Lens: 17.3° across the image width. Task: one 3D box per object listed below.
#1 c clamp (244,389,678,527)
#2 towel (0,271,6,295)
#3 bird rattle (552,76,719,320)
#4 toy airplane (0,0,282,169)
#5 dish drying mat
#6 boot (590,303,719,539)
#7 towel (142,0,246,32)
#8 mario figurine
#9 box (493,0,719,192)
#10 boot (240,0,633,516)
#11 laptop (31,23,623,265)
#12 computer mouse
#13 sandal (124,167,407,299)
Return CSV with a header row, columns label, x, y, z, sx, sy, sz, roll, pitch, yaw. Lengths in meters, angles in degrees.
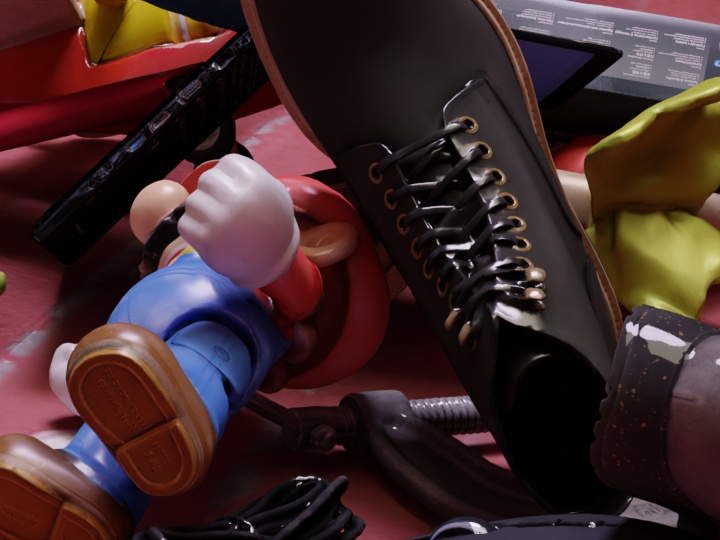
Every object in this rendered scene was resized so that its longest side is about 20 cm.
label,x,y,z,sx,sy,sz,roll,pitch,yaw
c clamp,0.068,0.055,0.824,0.199,0.027,0.171,0,16,-26
towel,-0.244,0.007,0.864,0.143,0.023,0.200,16,17,33
bird rattle,0.094,-0.027,1.086,0.199,0.113,0.163,2,-3,34
toy airplane,-0.140,-0.115,1.125,0.198,0.142,0.200,17,-17,-36
dish drying mat,-0.156,-0.061,1.028,0.199,0.018,0.077,-11,8,23
boot,0.156,0.066,0.670,0.131,0.070,0.200,12,-3,28
towel,-0.050,-0.136,1.018,0.199,0.049,0.112,13,32,-37
mario figurine,-0.064,0.012,0.751,0.123,0.107,0.200,-7,17,19
box,0.116,-0.075,1.152,0.199,0.046,0.159,11,-19,9
boot,0.030,-0.024,0.731,0.077,0.200,0.138,-34,15,10
laptop,-0.017,-0.042,0.920,0.103,0.200,0.177,47,-5,0
computer mouse,0.030,0.089,0.639,0.199,0.046,0.140,16,16,28
sandal,0.000,0.000,0.945,0.199,0.055,0.082,0,-27,-43
